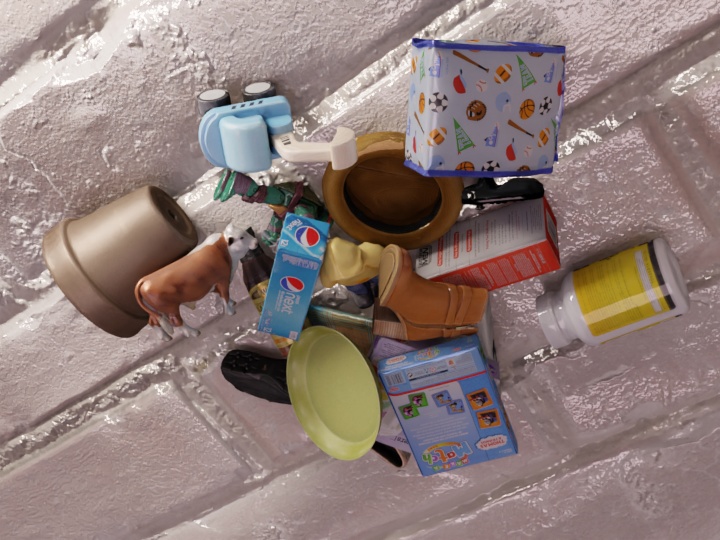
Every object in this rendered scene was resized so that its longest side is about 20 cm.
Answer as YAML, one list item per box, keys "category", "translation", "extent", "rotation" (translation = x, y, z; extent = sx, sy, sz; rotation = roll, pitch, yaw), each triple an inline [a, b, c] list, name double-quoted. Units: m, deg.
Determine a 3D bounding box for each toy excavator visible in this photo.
- category: "toy excavator"
  translation: [-0.115, -0.172, 1.374]
  extent: [0.192, 0.201, 0.101]
  rotation: [-12, 122, -10]

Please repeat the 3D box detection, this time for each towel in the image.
- category: "towel"
  translation: [-0.023, 0.125, 1.593]
  extent: [0.198, 0.022, 0.148]
  rotation: [11, 127, 34]

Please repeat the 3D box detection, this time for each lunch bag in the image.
- category: "lunch bag"
  translation: [0.162, -0.207, 1.312]
  extent: [0.197, 0.124, 0.172]
  rotation: [-2, 106, -13]

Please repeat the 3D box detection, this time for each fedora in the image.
- category: "fedora"
  translation: [0.046, -0.122, 1.435]
  extent: [0.198, 0.082, 0.203]
  rotation: [1, 125, 1]

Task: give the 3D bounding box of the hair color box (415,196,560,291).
- category: "hair color box"
  translation: [0.178, -0.026, 1.455]
  extent: [0.198, 0.102, 0.061]
  rotation: [-18, 129, 22]

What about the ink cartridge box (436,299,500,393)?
- category: "ink cartridge box"
  translation: [0.134, 0.128, 1.574]
  extent: [0.144, 0.083, 0.202]
  rotation: [-3, 120, 14]

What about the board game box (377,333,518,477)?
- category: "board game box"
  translation: [0.128, 0.198, 1.484]
  extent: [0.149, 0.037, 0.202]
  rotation: [-16, 117, 13]

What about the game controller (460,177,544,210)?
- category: "game controller"
  translation: [0.190, -0.102, 1.359]
  extent: [0.103, 0.200, 0.043]
  rotation: [5, 98, 10]

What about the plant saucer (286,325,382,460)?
- category: "plant saucer"
  translation: [-0.033, 0.175, 1.501]
  extent: [0.199, 0.031, 0.203]
  rotation: [17, 114, 42]

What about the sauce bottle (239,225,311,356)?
- category: "sauce bottle"
  translation: [-0.138, 0.031, 1.562]
  extent: [0.065, 0.066, 0.202]
  rotation: [-25, 100, 24]

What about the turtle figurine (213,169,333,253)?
- category: "turtle figurine"
  translation: [-0.109, -0.082, 1.484]
  extent: [0.198, 0.102, 0.149]
  rotation: [26, 159, -19]

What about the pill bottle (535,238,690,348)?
- category: "pill bottle"
  translation: [0.354, 0.040, 1.457]
  extent: [0.198, 0.112, 0.113]
  rotation: [-23, 115, 23]

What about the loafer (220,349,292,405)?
- category: "loafer"
  translation: [-0.131, 0.180, 1.661]
  extent: [0.198, 0.069, 0.071]
  rotation: [13, 145, 21]

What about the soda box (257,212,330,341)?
- category: "soda box"
  translation: [-0.094, 0.012, 1.435]
  extent: [0.063, 0.068, 0.201]
  rotation: [15, 142, -5]

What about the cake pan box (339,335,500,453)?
- category: "cake pan box"
  translation: [0.089, 0.186, 1.530]
  extent: [0.198, 0.053, 0.185]
  rotation: [21, 122, -9]

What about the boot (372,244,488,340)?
- category: "boot"
  translation: [0.098, 0.030, 1.392]
  extent: [0.152, 0.075, 0.201]
  rotation: [3, 151, -3]

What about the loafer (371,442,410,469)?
- category: "loafer"
  translation: [0.007, 0.250, 1.688]
  extent: [0.199, 0.063, 0.072]
  rotation: [37, 121, -12]

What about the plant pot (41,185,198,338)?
- category: "plant pot"
  translation: [-0.340, -0.032, 1.525]
  extent: [0.174, 0.201, 0.200]
  rotation: [-39, 109, 11]

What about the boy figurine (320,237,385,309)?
- category: "boy figurine"
  translation: [0.000, 0.000, 1.452]
  extent: [0.123, 0.200, 0.065]
  rotation: [-14, 75, 10]

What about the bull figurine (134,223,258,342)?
- category: "bull figurine"
  translation: [-0.230, 0.018, 1.488]
  extent: [0.065, 0.199, 0.123]
  rotation: [16, 128, 57]
